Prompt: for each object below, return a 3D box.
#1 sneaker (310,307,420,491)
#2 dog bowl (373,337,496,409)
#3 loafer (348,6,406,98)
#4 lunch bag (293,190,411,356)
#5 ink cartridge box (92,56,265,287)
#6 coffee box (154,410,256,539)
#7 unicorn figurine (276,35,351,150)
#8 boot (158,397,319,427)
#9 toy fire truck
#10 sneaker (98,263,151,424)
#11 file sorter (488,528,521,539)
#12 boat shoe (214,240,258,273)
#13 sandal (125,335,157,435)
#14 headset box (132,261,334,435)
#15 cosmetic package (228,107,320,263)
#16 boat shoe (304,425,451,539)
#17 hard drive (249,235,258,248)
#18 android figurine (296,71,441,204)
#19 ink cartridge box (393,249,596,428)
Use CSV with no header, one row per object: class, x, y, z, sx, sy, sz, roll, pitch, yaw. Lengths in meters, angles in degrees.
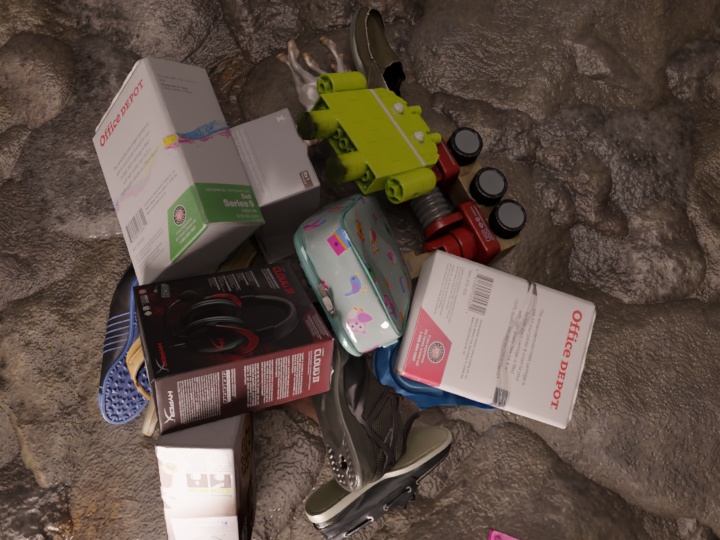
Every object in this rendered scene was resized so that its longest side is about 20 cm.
sneaker,0.001,0.139,0.701,0.113,0.076,0.203,-8,76,-42
dog bowl,0.114,0.123,0.770,0.195,0.050,0.114,0,74,-1
loafer,0.036,-0.292,0.868,0.069,0.075,0.205,-15,81,35
lunch bag,0.000,0.000,0.684,0.076,0.200,0.163,-20,103,16
ink cartridge box,-0.206,-0.104,0.661,0.087,0.145,0.203,-9,70,-51
coffee box,-0.161,0.228,0.647,0.078,0.114,0.204,2,117,-2
unicorn figurine,-0.061,-0.250,0.838,0.198,0.074,0.139,-32,93,-32
boot,-0.137,0.192,0.738,0.199,0.064,0.187,-38,70,-12
toy fire truck,0.089,-0.067,0.801,0.197,0.129,0.178,-23,75,-18
sneaker,-0.292,0.088,0.767,0.069,0.077,0.204,16,91,-37
file sorter,0.194,0.416,0.648,0.136,0.126,0.204,19,74,4
boat shoe,-0.167,0.058,0.742,0.062,0.073,0.203,22,75,-1
sandal,-0.248,0.088,0.708,0.053,0.080,0.205,4,87,-12
headset box,-0.127,0.070,0.634,0.196,0.076,0.149,-9,38,-23
cosmetic package,-0.104,-0.097,0.750,0.089,0.200,0.109,-22,74,-8
boat shoe,0.032,0.262,0.722,0.197,0.074,0.067,-29,105,-18
hard drive,-0.236,-0.095,0.786,0.137,0.033,0.203,-23,101,0
android figurine,0.022,-0.160,0.712,0.198,0.041,0.184,-20,72,-42
ink cartridge box,0.154,0.081,0.703,0.196,0.084,0.148,18,81,-2
